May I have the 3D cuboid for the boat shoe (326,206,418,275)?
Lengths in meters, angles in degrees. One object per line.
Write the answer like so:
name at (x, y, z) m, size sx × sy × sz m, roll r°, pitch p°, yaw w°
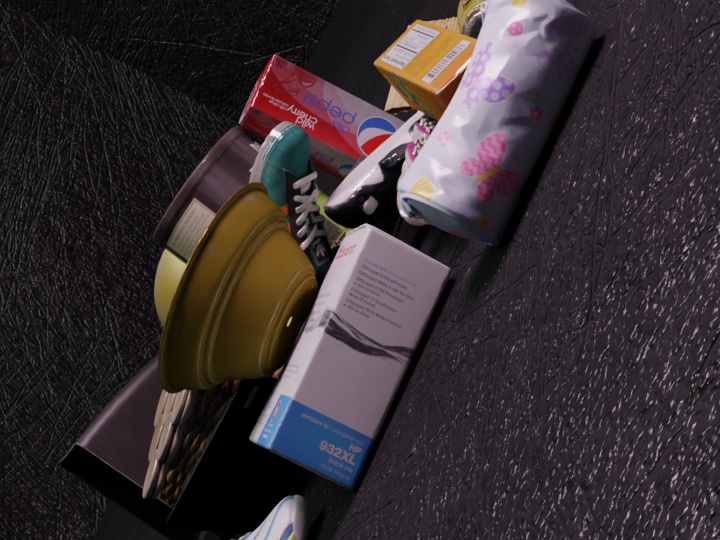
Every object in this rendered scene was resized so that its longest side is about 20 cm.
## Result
boat shoe at (0.000, 0.000, 1.738) m, size 0.072 × 0.070 × 0.201 m, roll -51°, pitch 16°, yaw 56°

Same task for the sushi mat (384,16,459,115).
sushi mat at (0.082, -0.217, 1.885) m, size 0.201 × 0.095 × 0.012 m, roll -75°, pitch -25°, yaw -56°

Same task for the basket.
basket at (-0.163, 0.147, 1.867) m, size 0.143 × 0.149 × 0.201 m, roll -36°, pitch -21°, yaw -49°

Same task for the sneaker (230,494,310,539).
sneaker at (-0.122, 0.269, 1.559) m, size 0.201 × 0.104 × 0.076 m, roll -63°, pitch 8°, yaw 9°

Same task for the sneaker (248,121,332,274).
sneaker at (-0.059, -0.039, 1.700) m, size 0.071 × 0.079 × 0.202 m, roll -33°, pitch -43°, yaw -50°

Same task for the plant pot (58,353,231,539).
plant pot at (-0.207, 0.192, 2.073) m, size 0.178 × 0.199 × 0.199 m, roll -59°, pitch 6°, yaw -19°

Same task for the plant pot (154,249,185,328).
plant pot at (-0.119, 0.035, 2.071) m, size 0.201 × 0.199 × 0.142 m, roll -62°, pitch 34°, yaw 8°

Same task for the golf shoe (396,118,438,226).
golf shoe at (0.067, -0.073, 1.591) m, size 0.200 × 0.075 × 0.092 m, roll -66°, pitch -5°, yaw -75°

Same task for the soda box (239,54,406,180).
soda box at (-0.019, -0.136, 1.822) m, size 0.064 × 0.199 × 0.070 m, roll -67°, pitch 8°, yaw -19°

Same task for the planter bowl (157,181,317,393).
planter bowl at (-0.093, 0.031, 1.590) m, size 0.201 × 0.083 × 0.201 m, roll -60°, pitch -15°, yaw -27°

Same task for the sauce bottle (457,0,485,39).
sauce bottle at (0.122, -0.241, 1.736) m, size 0.065 × 0.064 × 0.200 m, roll -61°, pitch 10°, yaw 16°

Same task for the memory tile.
memory tile at (-0.173, 0.112, 1.772) m, size 0.154 × 0.017 × 0.201 m, roll -89°, pitch 19°, yaw -54°

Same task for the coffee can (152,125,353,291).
coffee can at (-0.089, -0.028, 1.838) m, size 0.147 × 0.199 × 0.146 m, roll -53°, pitch -1°, yaw -1°

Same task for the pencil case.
pencil case at (0.105, -0.121, 1.389) m, size 0.202 × 0.090 × 0.083 m, roll -65°, pitch 9°, yaw -5°

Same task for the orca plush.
orca plush at (0.048, -0.096, 1.735) m, size 0.105 × 0.071 × 0.200 m, roll -26°, pitch 19°, yaw 45°

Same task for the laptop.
laptop at (-0.098, 0.155, 1.767) m, size 0.178 × 0.103 × 0.200 m, roll -60°, pitch 9°, yaw 19°

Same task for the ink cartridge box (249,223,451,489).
ink cartridge box at (-0.010, 0.073, 1.534) m, size 0.202 × 0.083 × 0.145 m, roll -65°, pitch 7°, yaw -6°

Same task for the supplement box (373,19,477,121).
supplement box at (0.078, -0.170, 1.607) m, size 0.069 × 0.067 × 0.200 m, roll -43°, pitch 20°, yaw 0°
